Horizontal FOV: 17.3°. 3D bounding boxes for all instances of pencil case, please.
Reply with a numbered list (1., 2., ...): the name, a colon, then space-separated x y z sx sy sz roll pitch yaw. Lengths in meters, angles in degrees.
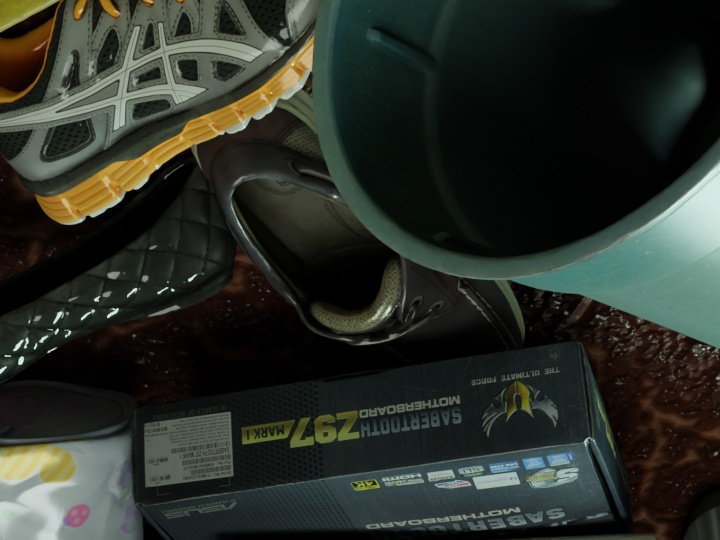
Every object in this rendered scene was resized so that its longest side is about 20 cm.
1. pencil case: -0.138 0.150 1.065 0.083 0.091 0.200 8 111 26

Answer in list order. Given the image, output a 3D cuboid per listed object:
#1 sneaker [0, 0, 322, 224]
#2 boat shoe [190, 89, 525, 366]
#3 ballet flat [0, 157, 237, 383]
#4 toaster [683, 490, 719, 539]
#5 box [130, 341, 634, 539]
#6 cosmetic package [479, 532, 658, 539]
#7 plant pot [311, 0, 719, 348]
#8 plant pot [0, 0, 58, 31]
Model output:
1. sneaker: -0.072 -0.091 0.886 0.200 0.078 0.077 -33 116 28
2. boat shoe: 0.000 0.000 0.980 0.072 0.065 0.200 -27 130 22
3. ballet flat: -0.143 0.010 0.959 0.200 0.066 0.057 -23 111 -22
4. toaster: 0.209 0.193 1.125 0.113 0.129 0.200 -2 135 2
5. box: 0.015 0.095 1.054 0.200 0.051 0.158 -8 155 9
6. cosmetic package: 0.030 0.167 1.064 0.200 0.071 0.105 -1 159 -8
7. plant pot: 0.121 -0.061 0.825 0.200 0.201 0.196 -31 143 28
8. plant pot: -0.139 -0.169 0.719 0.194 0.200 0.196 -25 129 24
